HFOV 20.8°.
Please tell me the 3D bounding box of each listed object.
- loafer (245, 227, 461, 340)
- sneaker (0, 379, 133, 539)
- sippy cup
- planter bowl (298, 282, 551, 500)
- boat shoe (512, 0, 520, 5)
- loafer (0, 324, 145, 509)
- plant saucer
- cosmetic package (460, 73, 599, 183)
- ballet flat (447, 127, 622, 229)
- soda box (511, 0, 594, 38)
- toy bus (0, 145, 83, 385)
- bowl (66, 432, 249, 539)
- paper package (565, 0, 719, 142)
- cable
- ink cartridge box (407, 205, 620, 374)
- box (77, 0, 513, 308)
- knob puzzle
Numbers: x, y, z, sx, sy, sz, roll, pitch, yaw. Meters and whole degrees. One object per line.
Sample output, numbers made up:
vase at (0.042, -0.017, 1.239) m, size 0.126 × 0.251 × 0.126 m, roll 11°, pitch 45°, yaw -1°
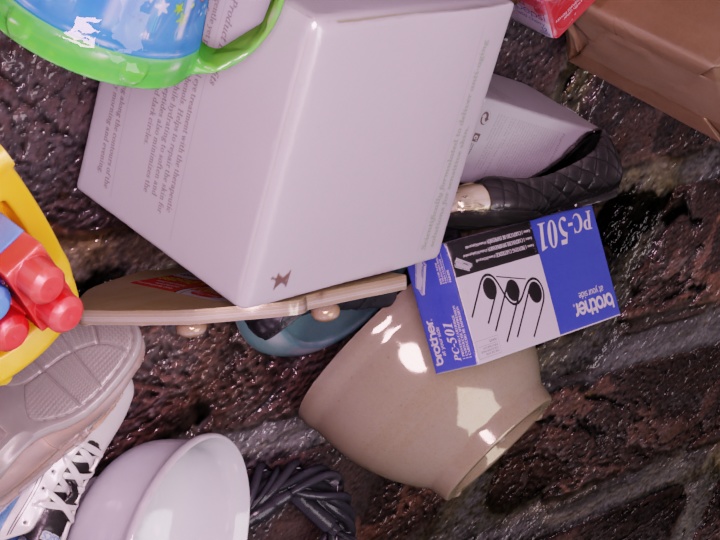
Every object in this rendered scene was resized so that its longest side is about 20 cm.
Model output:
loafer at (0.000, 0.000, 1.463) m, size 0.200 × 0.068 × 0.071 m, roll -35°, pitch 98°, yaw -31°
sneaker at (-0.218, 0.156, 1.381) m, size 0.200 × 0.072 × 0.072 m, roll -54°, pitch 146°, yaw -4°
sippy cup at (-0.133, -0.191, 1.101) m, size 0.177 × 0.140 × 0.131 m, roll 3°, pitch 125°, yaw -43°
planter bowl at (0.067, 0.098, 1.576) m, size 0.200 × 0.135 × 0.200 m, roll -41°, pitch 169°, yaw -10°
boat shoe at (0.084, -0.265, 1.380) m, size 0.067 × 0.072 × 0.200 m, roll -24°, pitch 134°, yaw -15°
loafer at (-0.225, 0.106, 1.335) m, size 0.200 × 0.072 × 0.063 m, roll -41°, pitch 154°, yaw -6°
plant saucer at (-0.017, -0.015, 1.531) m, size 0.200 × 0.027 × 0.201 m, roll -33°, pitch 142°, yaw -32°
cosmetic package at (0.098, -0.110, 1.527) m, size 0.200 × 0.102 × 0.074 m, roll 11°, pitch 110°, yaw -54°
ballet flat at (0.124, -0.066, 1.474) m, size 0.200 × 0.066 × 0.057 m, roll -15°, pitch 92°, yaw -46°
soda box at (0.187, -0.275, 1.529) m, size 0.200 × 0.063 × 0.070 m, roll -46°, pitch 146°, yaw -15°
toy bus at (-0.226, -0.003, 1.121) m, size 0.136 × 0.192 × 0.200 m, roll -46°, pitch 148°, yaw -17°
bowl at (-0.166, 0.208, 1.449) m, size 0.201 × 0.090 × 0.202 m, roll 13°, pitch 90°, yaw -69°
paper package at (0.283, -0.229, 1.575) m, size 0.200 × 0.190 × 0.104 m, roll -47°, pitch 144°, yaw -14°
cable at (-0.075, 0.231, 1.662) m, size 0.200 × 0.051 × 0.164 m, roll 0°, pitch 113°, yaw -49°
ink cartridge box at (0.119, 0.011, 1.505) m, size 0.200 × 0.044 × 0.094 m, roll -14°, pitch 89°, yaw -50°
box at (-0.043, -0.113, 1.274) m, size 0.200 × 0.171 × 0.200 m, roll -13°, pitch 129°, yaw -46°
knob puzzle at (-0.098, 0.024, 1.311) m, size 0.219 × 0.219 × 0.031 m, roll -14°, pitch 104°, yaw -46°
